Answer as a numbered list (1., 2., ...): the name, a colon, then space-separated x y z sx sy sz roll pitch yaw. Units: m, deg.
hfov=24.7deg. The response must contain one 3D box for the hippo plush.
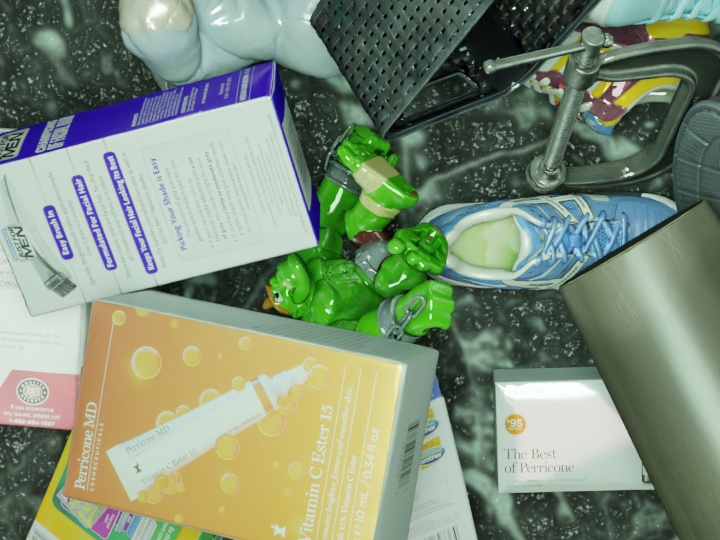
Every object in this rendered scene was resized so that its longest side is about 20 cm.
1. hippo plush: -0.069 -0.174 1.091 0.159 0.159 0.202 -3 96 4

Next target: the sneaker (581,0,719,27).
1. sneaker: 0.234 -0.191 1.063 0.199 0.074 0.082 -26 60 -29

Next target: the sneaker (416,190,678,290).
1. sneaker: 0.136 -0.015 1.139 0.198 0.077 0.077 -6 95 1

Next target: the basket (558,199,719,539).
1. basket: 0.225 0.068 1.060 0.135 0.180 0.201 -31 87 32

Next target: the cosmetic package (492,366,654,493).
1. cosmetic package: 0.194 0.111 1.164 0.198 0.051 0.084 -3 96 3

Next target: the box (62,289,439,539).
1. box: -0.065 0.093 1.004 0.198 0.097 0.126 10 94 15

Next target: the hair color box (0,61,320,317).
1. hair color box: -0.134 -0.051 1.054 0.198 0.065 0.110 -14 118 6

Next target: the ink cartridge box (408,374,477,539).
1. ink cartridge box: 0.012 0.153 1.131 0.118 0.042 0.202 -22 124 -12

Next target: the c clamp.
1. c clamp: 0.155 -0.103 1.076 0.169 0.201 0.027 -13 63 -5

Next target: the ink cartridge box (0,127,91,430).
1. ink cartridge box: -0.255 0.000 1.159 0.144 0.085 0.202 5 99 2

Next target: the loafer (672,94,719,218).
1. loafer: 0.259 -0.034 1.114 0.063 0.072 0.202 -31 124 -28

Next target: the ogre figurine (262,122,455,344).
1. ogre figurine: 0.000 0.000 1.111 0.120 0.098 0.201 -53 54 25

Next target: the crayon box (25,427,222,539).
1. crayon box: -0.149 0.154 1.140 0.118 0.058 0.201 34 119 13

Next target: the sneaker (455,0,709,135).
1. sneaker: 0.143 -0.138 1.125 0.198 0.075 0.091 -2 91 4

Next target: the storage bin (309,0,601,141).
1. storage bin: 0.073 -0.179 0.986 0.134 0.200 0.094 -24 75 -35
